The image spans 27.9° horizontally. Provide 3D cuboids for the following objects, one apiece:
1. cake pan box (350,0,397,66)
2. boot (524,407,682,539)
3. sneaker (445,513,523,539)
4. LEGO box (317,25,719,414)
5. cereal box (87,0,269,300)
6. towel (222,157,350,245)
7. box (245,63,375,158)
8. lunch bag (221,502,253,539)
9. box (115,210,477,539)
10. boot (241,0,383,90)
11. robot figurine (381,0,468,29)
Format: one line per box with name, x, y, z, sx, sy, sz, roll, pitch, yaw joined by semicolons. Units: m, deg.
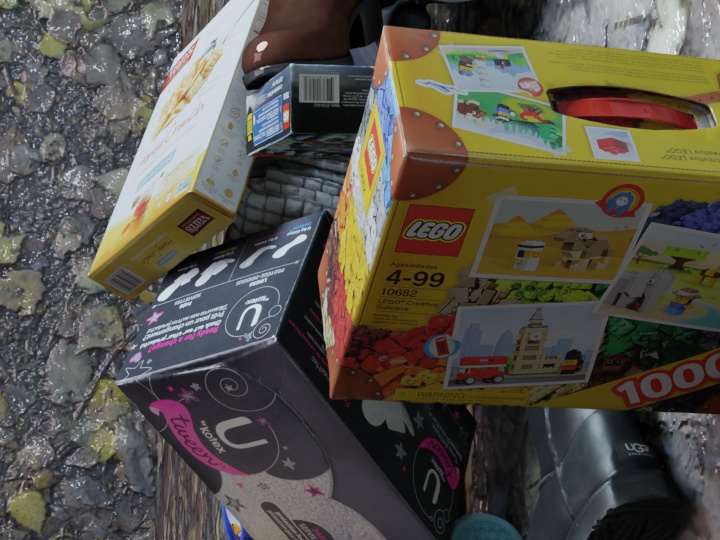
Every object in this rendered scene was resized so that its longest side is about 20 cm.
cake pan box;-0.015;-0.216;1.100;0.201;0.052;0.185;55;-157;-25
boot;0.105;0.091;0.812;0.202;0.065;0.166;-105;31;-42
sneaker;0.058;0.264;0.952;0.130;0.078;0.203;146;135;-70
LEGO box;0.092;-0.015;0.621;0.150;0.197;0.078;107;161;-46
cereal box;-0.105;-0.093;0.954;0.143;0.039;0.202;-34;34;47
towel;0.000;0.000;0.980;0.086;0.197;0.167;-84;8;-47
box;0.041;-0.087;0.834;0.137;0.197;0.041;180;91;-76
lunch bag;-0.027;0.150;1.119;0.200;0.167;0.126;-117;27;-61
box;-0.036;0.086;0.913;0.201;0.131;0.115;54;-144;-29
boot;-0.045;-0.221;0.870;0.188;0.068;0.203;-44;-57;-57
robot figurine;0.050;-0.246;0.996;0.200;0.123;0.152;-140;28;-72
